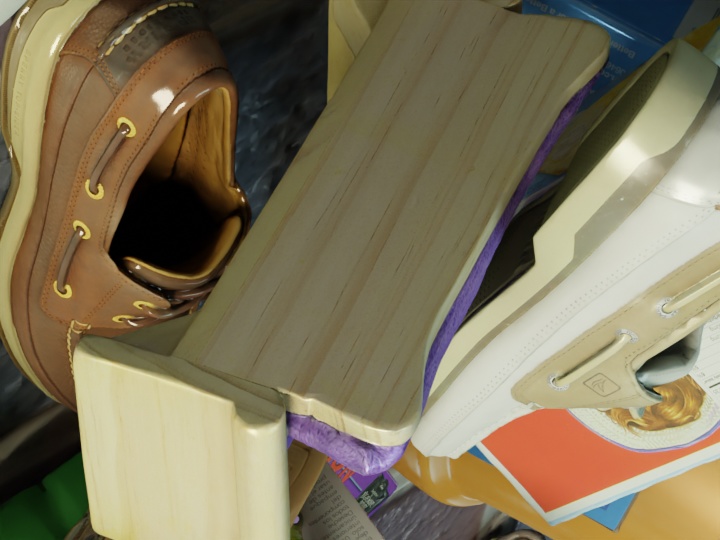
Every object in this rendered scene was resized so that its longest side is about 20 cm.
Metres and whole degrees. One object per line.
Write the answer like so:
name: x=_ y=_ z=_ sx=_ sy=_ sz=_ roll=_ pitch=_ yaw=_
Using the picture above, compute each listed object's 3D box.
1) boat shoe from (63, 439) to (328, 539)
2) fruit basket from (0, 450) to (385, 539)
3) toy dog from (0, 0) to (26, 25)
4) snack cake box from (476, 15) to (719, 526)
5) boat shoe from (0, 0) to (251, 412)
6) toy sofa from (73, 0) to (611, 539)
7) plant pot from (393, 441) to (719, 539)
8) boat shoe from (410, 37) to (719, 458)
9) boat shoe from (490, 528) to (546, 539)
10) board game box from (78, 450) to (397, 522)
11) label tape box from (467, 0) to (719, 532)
boat shoe: x=-0.063 y=0.102 z=0.862 sx=0.201 sy=0.073 sz=0.063 roll=-60 pitch=-172 yaw=-20
fruit basket: x=-0.058 y=0.153 z=0.913 sx=0.185 sy=0.200 sz=0.094 roll=-34 pitch=148 yaw=-9
toy dog: x=-0.062 y=-0.149 z=0.700 sx=0.199 sy=0.097 sz=0.132 roll=-28 pitch=153 yaw=-12
snack cake box: x=0.098 y=0.002 z=0.897 sx=0.200 sy=0.115 sz=0.067 roll=-30 pitch=-162 yaw=53
boat shoe: x=-0.074 y=-0.011 z=0.861 sx=0.072 sy=0.067 sz=0.201 roll=-35 pitch=151 yaw=-30
toy sofa: x=0.000 y=0.000 z=0.803 sx=0.083 sy=0.097 sz=0.200 roll=92 pitch=20 yaw=-47
plant pot: x=0.122 y=0.046 z=1.128 sx=0.200 sy=0.183 sz=0.201 roll=-38 pitch=153 yaw=-24
boat shoe: x=0.070 y=0.012 z=0.808 sx=0.075 sy=0.068 sz=0.200 roll=-59 pitch=-175 yaw=-35
boat shoe: x=0.032 y=0.212 z=1.344 sx=0.200 sy=0.072 sz=0.060 roll=-45 pitch=149 yaw=-21
board game box: x=-0.055 y=0.092 z=1.079 sx=0.120 sy=0.032 sz=0.200 roll=-49 pitch=155 yaw=-7
label tape box: x=0.082 y=-0.020 z=1.007 sx=0.063 sy=0.144 sz=0.201 roll=-55 pitch=172 yaw=-54
